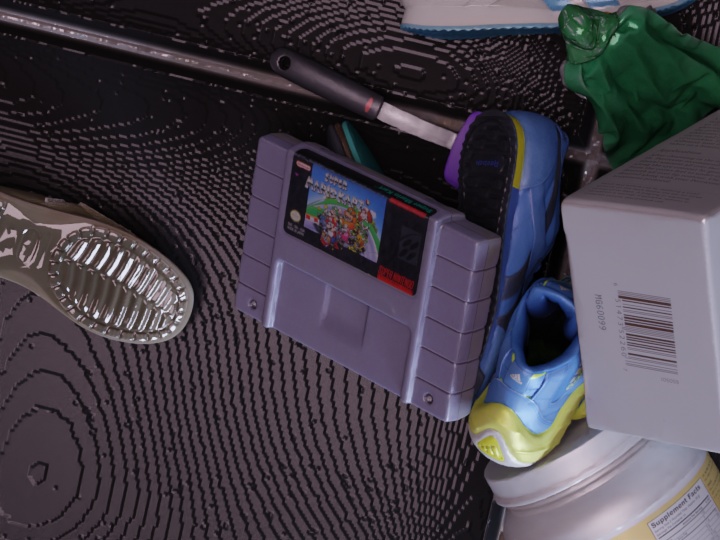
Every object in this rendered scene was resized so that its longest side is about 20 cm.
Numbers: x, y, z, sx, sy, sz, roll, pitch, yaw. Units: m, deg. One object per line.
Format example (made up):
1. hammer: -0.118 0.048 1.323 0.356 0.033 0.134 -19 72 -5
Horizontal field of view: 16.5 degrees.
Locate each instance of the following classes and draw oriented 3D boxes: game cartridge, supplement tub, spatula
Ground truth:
1. game cartridge: 0.000 0.000 1.597 0.199 0.038 0.131 26 121 38
2. supplement tub: 0.181 0.185 1.602 0.145 0.145 0.201 -30 98 11
3. spatula: 0.028 -0.102 1.658 0.199 0.021 0.057 27 102 5

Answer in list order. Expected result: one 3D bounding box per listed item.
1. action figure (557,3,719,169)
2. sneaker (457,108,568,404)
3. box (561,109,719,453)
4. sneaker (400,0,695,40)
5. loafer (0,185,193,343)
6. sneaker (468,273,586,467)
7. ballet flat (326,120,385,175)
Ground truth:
1. action figure: 0.169 -0.125 1.546 0.118 0.200 0.055 -45 63 9
2. sneaker: 0.095 -0.003 1.605 0.066 0.078 0.202 14 91 47
3. box: 0.228 -0.001 1.524 0.106 0.199 0.154 8 115 40
4. sneaker: 0.124 -0.194 1.606 0.198 0.077 0.082 -1 90 5
5. loafer: -0.205 -0.016 1.683 0.199 0.068 0.076 26 102 -12
6. sneaker: 0.140 0.035 1.567 0.075 0.200 0.105 27 138 12
7. ballet flat: 0.017 -0.001 1.650 0.073 0.073 0.201 -33 94 11
